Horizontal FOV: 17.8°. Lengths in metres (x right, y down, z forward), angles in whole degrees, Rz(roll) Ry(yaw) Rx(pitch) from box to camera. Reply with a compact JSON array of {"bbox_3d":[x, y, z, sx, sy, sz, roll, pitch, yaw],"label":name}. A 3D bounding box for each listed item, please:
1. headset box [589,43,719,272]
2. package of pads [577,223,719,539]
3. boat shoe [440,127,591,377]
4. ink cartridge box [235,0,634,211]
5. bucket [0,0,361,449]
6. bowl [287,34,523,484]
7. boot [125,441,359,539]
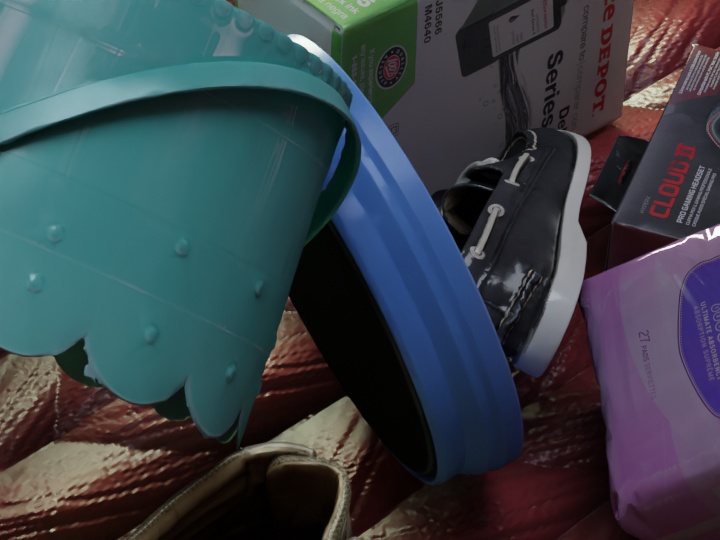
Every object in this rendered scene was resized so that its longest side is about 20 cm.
[{"bbox_3d":[0.208,-0.020,1.082,0.198,0.075,0.149,16,44,16],"label":"headset box"},{"bbox_3d":[0.190,0.030,0.948,0.199,0.076,0.121,-23,55,23],"label":"package of pads"},{"bbox_3d":[0.064,-0.020,1.053,0.060,0.074,0.200,23,29,-7],"label":"boat shoe"},{"bbox_3d":[0.040,-0.114,1.130,0.199,0.146,0.084,-29,49,-30],"label":"ink cartridge box"},{"bbox_3d":[-0.105,-0.034,0.821,0.206,0.207,0.136,20,85,20],"label":"bucket"},{"bbox_3d":[0.000,0.000,0.964,0.039,0.201,0.201,-29,48,-10],"label":"bowl"},{"bbox_3d":[-0.001,0.120,0.849,0.198,0.156,0.073,-17,51,-18],"label":"boot"}]
